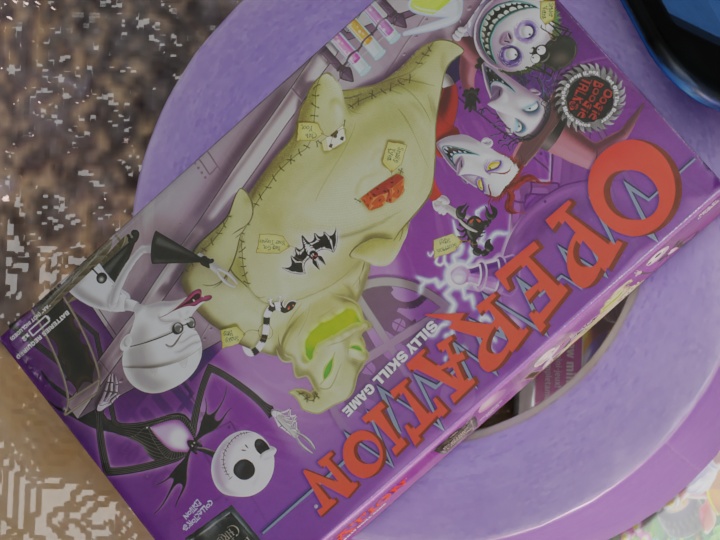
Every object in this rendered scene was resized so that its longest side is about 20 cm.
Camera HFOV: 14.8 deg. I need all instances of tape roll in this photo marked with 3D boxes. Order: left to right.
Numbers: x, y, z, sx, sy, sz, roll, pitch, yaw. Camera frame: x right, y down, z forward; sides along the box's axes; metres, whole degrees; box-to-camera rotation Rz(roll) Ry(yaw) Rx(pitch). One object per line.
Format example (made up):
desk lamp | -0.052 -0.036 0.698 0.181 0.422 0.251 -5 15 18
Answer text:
tape roll | 0.033 -0.007 0.891 0.199 0.085 0.201 -3 79 14

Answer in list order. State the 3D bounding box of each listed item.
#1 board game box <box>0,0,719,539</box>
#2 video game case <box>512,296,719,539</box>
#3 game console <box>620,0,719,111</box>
board game box | 0.000 0.000 0.842 0.200 0.032 0.120 -42 77 4
video game case | 0.152 0.041 0.937 0.199 0.018 0.144 3 79 1
game console | 0.151 -0.131 0.878 0.170 0.118 0.200 -26 53 4
